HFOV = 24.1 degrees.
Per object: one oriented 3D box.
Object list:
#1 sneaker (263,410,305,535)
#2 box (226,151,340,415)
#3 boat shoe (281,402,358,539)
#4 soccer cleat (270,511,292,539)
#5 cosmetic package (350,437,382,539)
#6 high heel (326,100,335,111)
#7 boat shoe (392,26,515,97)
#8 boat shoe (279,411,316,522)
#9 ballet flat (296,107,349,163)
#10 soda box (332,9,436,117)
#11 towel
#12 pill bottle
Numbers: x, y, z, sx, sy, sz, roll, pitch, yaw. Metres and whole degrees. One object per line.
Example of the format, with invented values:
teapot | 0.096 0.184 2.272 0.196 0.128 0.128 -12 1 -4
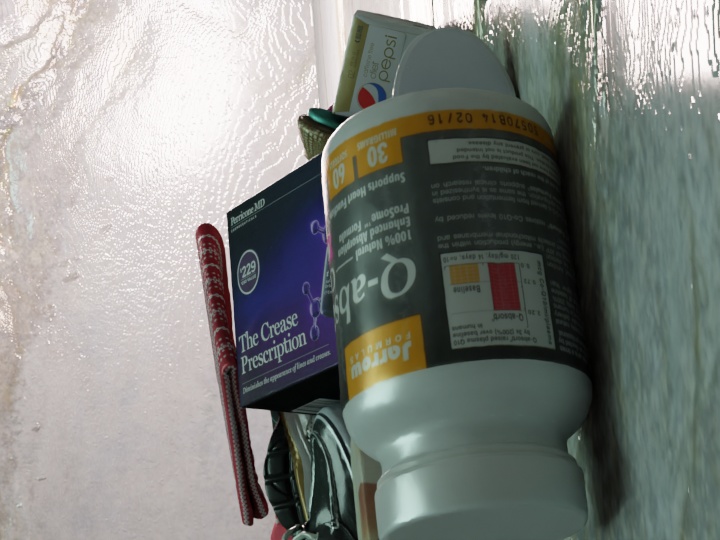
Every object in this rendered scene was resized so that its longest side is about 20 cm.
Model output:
sneaker | -0.036 0.113 1.302 0.079 0.075 0.200 12 -113 -70
box | 0.000 0.000 1.066 0.200 0.079 0.141 -28 60 50
boat shoe | -0.016 0.187 1.079 0.074 0.068 0.200 169 92 -72
soccer cleat | 0.004 0.175 1.371 0.200 0.067 0.077 -48 -47 -35
cosmetic package | 0.052 0.176 0.967 0.087 0.103 0.200 90 173 -56
high heel | 0.002 -0.156 1.382 0.200 0.096 0.068 -102 9 -64
boat shoe | 0.058 -0.037 0.930 0.070 0.071 0.200 100 159 -64
boat shoe | -0.017 0.110 1.175 0.071 0.069 0.200 72 -178 -72
ballet flat | 0.005 -0.072 1.176 0.065 0.070 0.200 -61 -23 14
soda box | 0.019 -0.142 1.177 0.200 0.064 0.068 -90 12 -80
towel | -0.095 0.070 1.229 0.200 0.022 0.145 -108 10 -58
pill bottle | 0.046 0.026 0.788 0.116 0.116 0.200 95 171 -66
